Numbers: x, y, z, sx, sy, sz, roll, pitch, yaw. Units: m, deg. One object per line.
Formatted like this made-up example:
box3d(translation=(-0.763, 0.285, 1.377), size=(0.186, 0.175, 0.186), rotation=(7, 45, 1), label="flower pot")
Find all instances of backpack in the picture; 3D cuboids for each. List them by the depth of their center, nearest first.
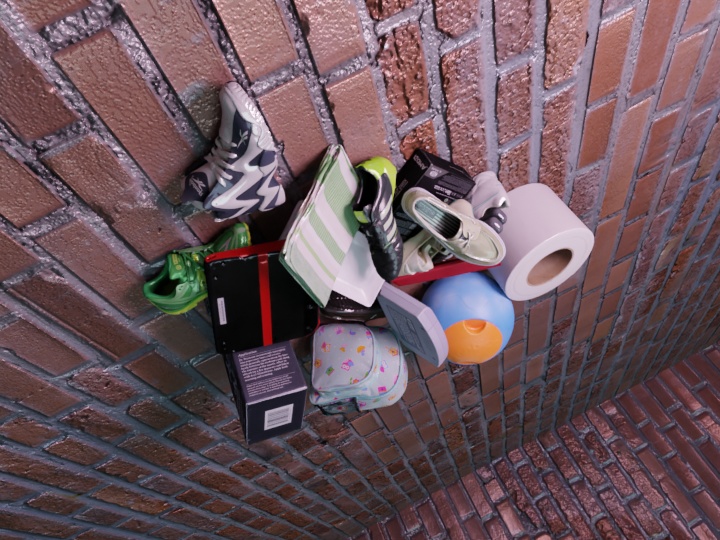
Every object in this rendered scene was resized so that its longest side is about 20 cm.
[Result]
box3d(translation=(-0.004, 0.196, 1.087), size=(0.199, 0.177, 0.154), rotation=(-4, 146, 6), label="backpack")

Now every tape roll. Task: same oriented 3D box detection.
box3d(translation=(0.345, -0.055, 1.075), size=(0.202, 0.139, 0.203), rotation=(-17, 142, -14), label="tape roll")

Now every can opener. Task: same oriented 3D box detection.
box3d(translation=(0.174, -0.056, 0.958), size=(0.066, 0.053, 0.200), rotation=(45, 140, -15), label="can opener")

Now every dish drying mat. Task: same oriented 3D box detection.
box3d(translation=(0.158, -0.002, 0.990), size=(0.199, 0.018, 0.077), rotation=(-14, 162, 18), label="dish drying mat")

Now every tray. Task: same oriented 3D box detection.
box3d(translation=(-0.042, -0.026, 0.879), size=(0.199, 0.022, 0.108), rotation=(28, 93, -24), label="tray")

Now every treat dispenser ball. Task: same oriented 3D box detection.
box3d(translation=(0.224, 0.100, 1.129), size=(0.200, 0.201, 0.201), rotation=(-18, 143, -14), label="treat dispenser ball")

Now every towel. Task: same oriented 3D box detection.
box3d(translation=(-0.045, -0.065, 0.790), size=(0.201, 0.023, 0.153), rotation=(-68, 150, -22), label="towel")

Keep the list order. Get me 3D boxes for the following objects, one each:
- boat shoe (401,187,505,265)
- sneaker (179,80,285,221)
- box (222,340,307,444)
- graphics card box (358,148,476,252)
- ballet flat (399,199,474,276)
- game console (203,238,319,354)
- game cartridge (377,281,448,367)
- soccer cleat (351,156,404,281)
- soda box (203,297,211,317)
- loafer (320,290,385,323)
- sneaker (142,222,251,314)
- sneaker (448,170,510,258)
box3d(translation=(0.150, -0.061, 0.843), size=(0.199, 0.062, 0.072), rotation=(29, 108, -14), label="boat shoe")
box3d(translation=(-0.178, -0.135, 0.677), size=(0.129, 0.080, 0.199), rotation=(-29, 155, -14), label="sneaker")
box3d(translation=(-0.180, 0.180, 0.958), size=(0.107, 0.200, 0.149), rotation=(-11, 140, -21), label="box")
box3d(translation=(0.092, -0.105, 0.920), size=(0.125, 0.051, 0.200), rotation=(10, 130, -41), label="graphics card box")
box3d(translation=(0.119, -0.040, 0.918), size=(0.200, 0.070, 0.069), rotation=(-44, 142, 20), label="ballet flat")
box3d(translation=(-0.147, 0.041, 0.829), size=(0.176, 0.031, 0.201), rotation=(-10, 130, -18), label="game console")
box3d(translation=(0.106, 0.109, 1.025), size=(0.040, 0.133, 0.200), rotation=(-44, 142, -14), label="game cartridge")
box3d(translation=(0.023, -0.076, 0.834), size=(0.081, 0.067, 0.201), rotation=(-22, 113, -44), label="soccer cleat")
box3d(translation=(-0.166, 0.041, 0.915), size=(0.199, 0.064, 0.068), rotation=(8, 131, -39), label="soda box")
box3d(translation=(-0.003, 0.079, 1.060), size=(0.199, 0.073, 0.071), rotation=(4, 132, -37), label="loafer")
box3d(translation=(-0.246, -0.002, 0.800), size=(0.200, 0.074, 0.084), rotation=(-37, 147, 12), label="sneaker")
box3d(translation=(0.203, -0.086, 0.994), size=(0.070, 0.080, 0.201), rotation=(-2, 138, -35), label="sneaker")
